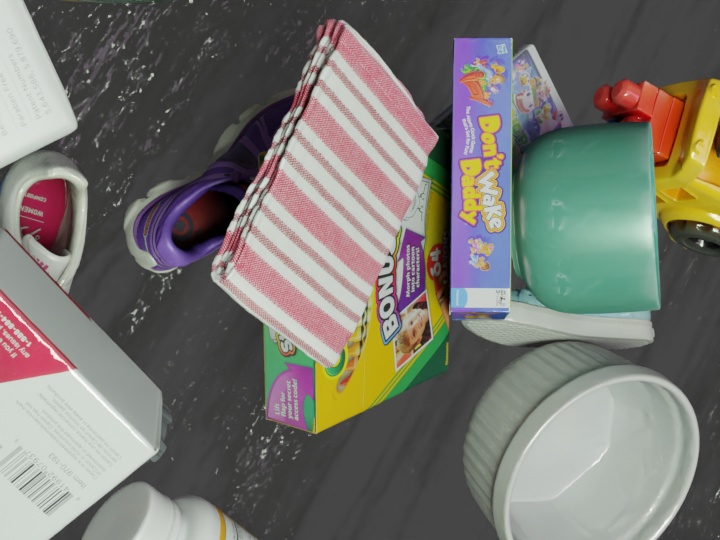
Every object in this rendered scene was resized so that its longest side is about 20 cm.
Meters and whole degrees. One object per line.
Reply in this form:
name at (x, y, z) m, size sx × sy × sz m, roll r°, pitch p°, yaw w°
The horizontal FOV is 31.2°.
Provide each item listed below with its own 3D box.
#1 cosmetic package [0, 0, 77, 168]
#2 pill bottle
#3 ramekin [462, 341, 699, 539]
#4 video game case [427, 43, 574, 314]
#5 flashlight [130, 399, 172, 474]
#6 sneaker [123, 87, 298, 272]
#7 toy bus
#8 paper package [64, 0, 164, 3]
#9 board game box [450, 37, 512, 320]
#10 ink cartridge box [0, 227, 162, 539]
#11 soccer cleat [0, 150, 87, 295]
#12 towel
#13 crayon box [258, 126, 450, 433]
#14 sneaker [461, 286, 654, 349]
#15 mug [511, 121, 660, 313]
cosmetic package at (-0.309, -0.117, 0.762) m, size 0.199 × 0.164 × 0.166 m, roll -31°, pitch 111°, yaw -25°
pill bottle at (-0.113, 0.243, 0.965) m, size 0.200 × 0.109 × 0.110 m, roll 44°, pitch 74°, yaw -28°
ramekin at (0.181, 0.157, 1.113) m, size 0.199 × 0.105 × 0.202 m, roll -12°, pitch 117°, yaw -24°
video game case at (0.108, -0.079, 1.107) m, size 0.200 × 0.018 × 0.144 m, roll -41°, pitch 115°, yaw -20°
flashlight at (-0.194, 0.075, 0.863) m, size 0.068 × 0.068 × 0.200 m, roll -24°, pitch 149°, yaw 5°
sneaker at (-0.079, -0.061, 0.958) m, size 0.200 × 0.083 × 0.081 m, roll -42°, pitch 116°, yaw -20°
toy bus at (0.302, -0.110, 1.120) m, size 0.191 × 0.200 × 0.137 m, roll 25°, pitch 77°, yaw -25°
paper package at (-0.124, -0.285, 0.888) m, size 0.199 × 0.103 × 0.192 m, roll -10°, pitch 102°, yaw -31°
board game box at (0.092, -0.064, 0.998) m, size 0.044 × 0.134 × 0.202 m, roll 1°, pitch 86°, yaw 4°
ink cartridge box at (-0.236, 0.099, 0.740) m, size 0.200 × 0.083 × 0.145 m, roll -38°, pitch 110°, yaw 8°
soccer cleat at (-0.233, 0.016, 0.873) m, size 0.069 × 0.086 × 0.202 m, roll 13°, pitch 90°, yaw -32°
towel at (-0.021, -0.049, 0.874) m, size 0.146 × 0.030 × 0.201 m, roll 43°, pitch 66°, yaw -49°
crayon box at (0.000, 0.000, 0.978) m, size 0.172 × 0.058 × 0.202 m, roll -20°, pitch 114°, yaw -51°
sneaker at (0.171, 0.024, 1.140) m, size 0.199 × 0.074 × 0.083 m, roll 7°, pitch 71°, yaw -32°
mug at (0.185, -0.033, 1.059) m, size 0.185 × 0.113 × 0.153 m, roll 68°, pitch 24°, yaw -54°
